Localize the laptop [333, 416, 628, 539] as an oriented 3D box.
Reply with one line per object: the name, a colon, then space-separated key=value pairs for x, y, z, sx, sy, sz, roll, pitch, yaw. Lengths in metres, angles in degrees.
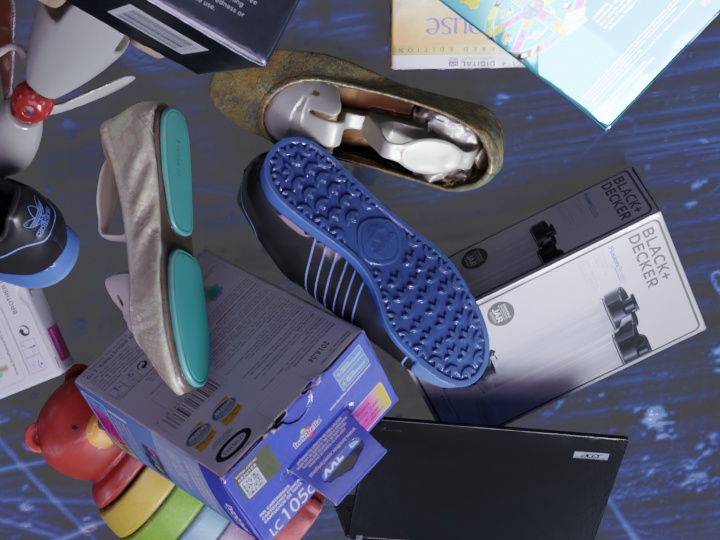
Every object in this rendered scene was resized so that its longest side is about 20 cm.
laptop: x=0.078 y=0.145 z=1.210 sx=0.176 sy=0.200 sz=0.104 roll=6 pitch=94 yaw=-6

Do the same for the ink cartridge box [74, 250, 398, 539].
ink cartridge box: x=-0.073 y=0.085 z=1.101 sx=0.136 sy=0.200 sz=0.076 roll=-46 pitch=132 yaw=-20

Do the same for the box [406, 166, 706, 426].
box: x=0.124 y=0.027 z=1.161 sx=0.199 sy=0.060 sz=0.117 roll=-25 pitch=125 yaw=3

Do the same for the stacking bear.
stacking bear: x=-0.147 y=0.152 z=1.222 sx=0.200 sy=0.114 sz=0.122 roll=39 pitch=72 yaw=-12

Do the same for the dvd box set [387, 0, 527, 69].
dvd box set: x=0.089 y=-0.221 z=1.039 sx=0.145 sy=0.029 sz=0.201 roll=-1 pitch=122 yaw=-2

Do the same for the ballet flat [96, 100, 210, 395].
ballet flat: x=-0.137 y=-0.011 z=1.089 sx=0.062 sy=0.201 sz=0.067 roll=-12 pitch=160 yaw=17

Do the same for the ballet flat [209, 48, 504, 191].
ballet flat: x=0.000 y=-0.095 z=1.094 sx=0.199 sy=0.071 sz=0.071 roll=13 pitch=121 yaw=-10

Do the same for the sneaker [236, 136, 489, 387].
sneaker: x=0.000 y=0.000 z=1.095 sx=0.200 sy=0.070 sz=0.078 roll=49 pitch=154 yaw=-4

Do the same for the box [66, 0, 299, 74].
box: x=-0.069 y=-0.219 z=0.915 sx=0.107 sy=0.148 sz=0.201 roll=28 pitch=85 yaw=-18

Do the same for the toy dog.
toy dog: x=-0.184 y=-0.151 z=1.051 sx=0.199 sy=0.097 sz=0.132 roll=-23 pitch=129 yaw=27

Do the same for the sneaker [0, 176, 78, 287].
sneaker: x=-0.282 y=-0.035 z=1.077 sx=0.199 sy=0.070 sz=0.078 roll=3 pitch=153 yaw=16

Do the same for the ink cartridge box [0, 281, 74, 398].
ink cartridge box: x=-0.310 y=0.050 z=1.162 sx=0.199 sy=0.042 sz=0.120 roll=-22 pitch=94 yaw=9

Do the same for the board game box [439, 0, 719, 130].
board game box: x=0.123 y=-0.201 z=1.006 sx=0.200 sy=0.047 sz=0.151 roll=34 pitch=114 yaw=-21
